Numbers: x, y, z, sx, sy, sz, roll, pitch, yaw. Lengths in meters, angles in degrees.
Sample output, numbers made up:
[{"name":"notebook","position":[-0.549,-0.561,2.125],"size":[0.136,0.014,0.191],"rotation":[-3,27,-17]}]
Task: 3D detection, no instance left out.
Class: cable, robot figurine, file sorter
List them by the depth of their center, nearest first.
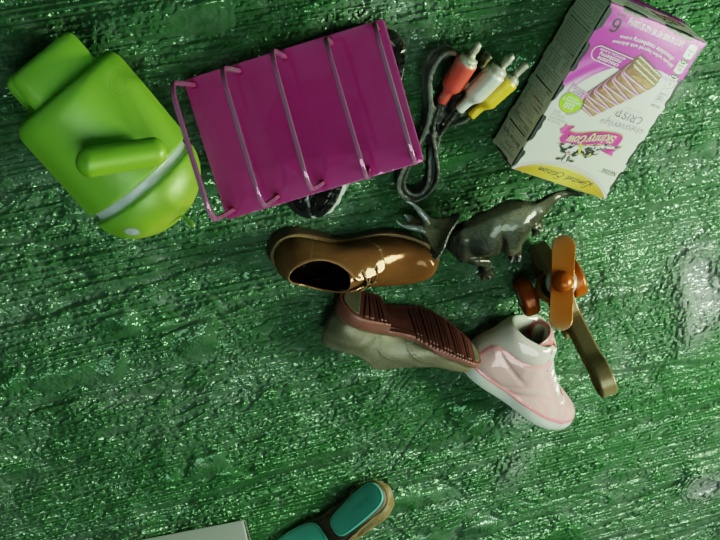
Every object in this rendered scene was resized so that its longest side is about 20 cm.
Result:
[{"name":"robot figurine","position":[-0.225,-0.114,1.045],"size":[0.116,0.175,0.200],"rotation":[-45,110,-16]},{"name":"file sorter","position":[-0.056,-0.134,1.050],"size":[0.199,0.125,0.140],"rotation":[-16,98,5]},{"name":"cable","position":[0.083,-0.151,1.188],"size":[0.097,0.050,0.200],"rotation":[17,119,-32]}]

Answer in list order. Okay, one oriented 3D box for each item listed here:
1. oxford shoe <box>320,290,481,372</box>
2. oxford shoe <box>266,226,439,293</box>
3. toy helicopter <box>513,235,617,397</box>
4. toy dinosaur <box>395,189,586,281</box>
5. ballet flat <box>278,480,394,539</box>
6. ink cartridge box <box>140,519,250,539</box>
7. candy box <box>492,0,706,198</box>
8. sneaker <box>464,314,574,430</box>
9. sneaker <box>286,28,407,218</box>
[{"name":"oxford shoe","position":[0.047,0.084,1.350],"size":[0.199,0.071,0.075],"rotation":[22,121,-20]},{"name":"oxford shoe","position":[0.000,0.000,1.264],"size":[0.199,0.071,0.072],"rotation":[0,124,-22]},{"name":"toy helicopter","position":[0.240,0.050,1.301],"size":[0.079,0.201,0.132],"rotation":[-21,148,-3]},{"name":"toy dinosaur","position":[0.148,-0.041,1.254],"size":[0.199,0.077,0.102],"rotation":[-11,163,15]},{"name":"ballet flat","position":[-0.034,0.349,1.532],"size":[0.200,0.068,0.072],"rotation":[-39,148,7]},{"name":"ink cartridge box","position":[-0.200,0.452,1.487],"size":[0.146,0.146,0.201],"rotation":[-8,128,-13]},{"name":"candy box","position":[0.248,-0.185,1.215],"size":[0.136,0.061,0.201],"rotation":[13,121,-28]},{"name":"sneaker","position":[0.222,0.123,1.431],"size":[0.200,0.076,0.105],"rotation":[33,116,-31]},{"name":"sneaker","position":[-0.016,-0.149,1.151],"size":[0.074,0.079,0.201],"rotation":[29,102,4]}]
